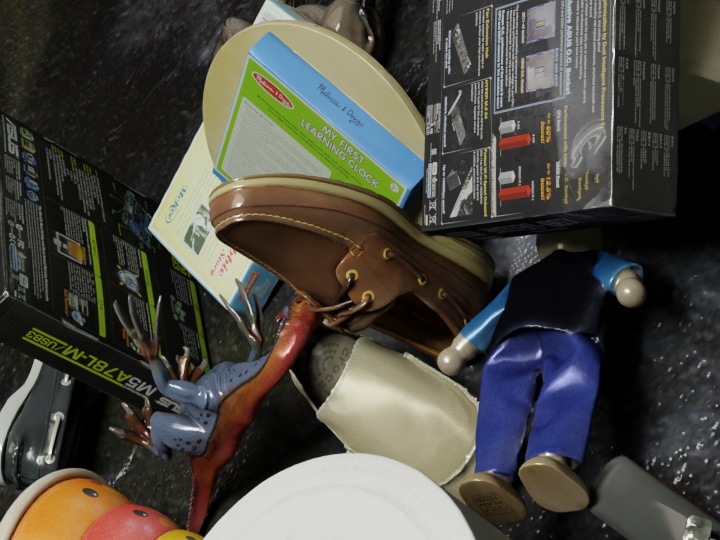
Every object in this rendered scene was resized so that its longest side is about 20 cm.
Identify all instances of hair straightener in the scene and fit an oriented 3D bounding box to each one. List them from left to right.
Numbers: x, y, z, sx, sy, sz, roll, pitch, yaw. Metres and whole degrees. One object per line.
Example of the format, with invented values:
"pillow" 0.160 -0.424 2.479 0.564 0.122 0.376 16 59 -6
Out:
"hair straightener" 0.169 0.145 0.679 0.041 0.077 0.200 -53 39 5

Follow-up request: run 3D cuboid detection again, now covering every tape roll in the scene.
"tape roll" 0.010 0.210 0.737 0.202 0.139 0.203 -22 49 27

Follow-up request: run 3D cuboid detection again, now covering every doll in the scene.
"doll" 0.099 0.041 0.815 0.136 0.048 0.200 -20 38 38

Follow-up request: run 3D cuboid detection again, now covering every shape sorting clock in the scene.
"shape sorting clock" -0.024 -0.069 0.958 0.200 0.201 0.039 1 32 47

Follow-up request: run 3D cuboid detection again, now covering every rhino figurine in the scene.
"rhino figurine" -0.055 -0.180 1.147 0.200 0.060 0.088 -7 83 46

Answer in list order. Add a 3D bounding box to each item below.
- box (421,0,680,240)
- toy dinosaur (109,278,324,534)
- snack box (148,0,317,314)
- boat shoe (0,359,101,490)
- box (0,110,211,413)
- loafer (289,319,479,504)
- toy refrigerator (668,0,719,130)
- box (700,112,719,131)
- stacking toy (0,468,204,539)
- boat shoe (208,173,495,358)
"box" 0.099 -0.122 0.791 0.158 0.050 0.201 -7 80 56
"toy dinosaur" -0.075 0.078 0.940 0.105 0.201 0.181 -38 21 -34
"snack box" -0.071 -0.082 1.074 0.116 0.037 0.200 42 109 38
"boat shoe" -0.227 0.087 1.160 0.060 0.076 0.201 10 56 10
"box" -0.199 -0.002 1.081 0.047 0.193 0.200 -37 44 21
"loafer" 0.013 0.084 0.894 0.200 0.068 0.076 25 85 52
"toy refrigerator" 0.127 -0.108 0.850 0.200 0.070 0.076 -25 61 55
"box" 0.199 -0.189 0.901 0.137 0.039 0.200 -49 39 13
"stacking toy" -0.126 0.209 0.946 0.199 0.146 0.147 3 66 27
"boat shoe" 0.000 0.000 0.861 0.072 0.200 0.068 -25 53 45
